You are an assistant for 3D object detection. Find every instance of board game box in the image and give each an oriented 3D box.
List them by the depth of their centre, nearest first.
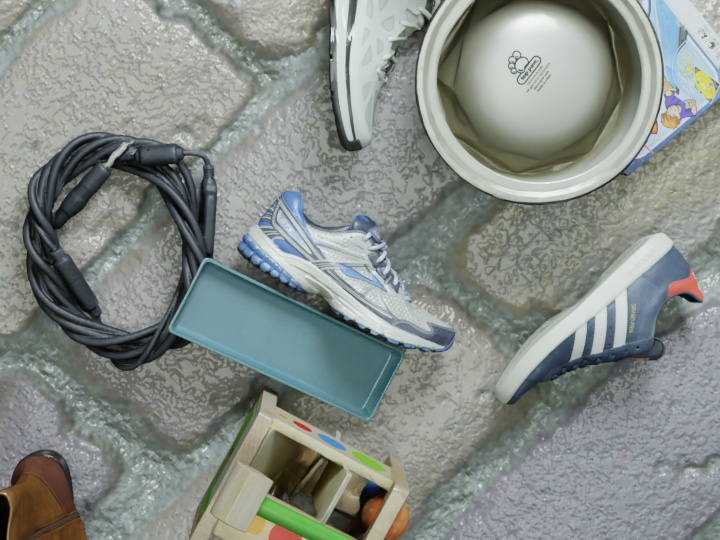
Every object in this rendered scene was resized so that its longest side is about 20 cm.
[{"bbox_3d":[0.212,-0.199,1.399,0.135,0.034,0.200,-41,96,2],"label":"board game box"}]

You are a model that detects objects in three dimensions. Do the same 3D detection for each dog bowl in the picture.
[{"bbox_3d":[0.141,-0.156,1.344,0.200,0.074,0.201,0,98,-2],"label":"dog bowl"}]

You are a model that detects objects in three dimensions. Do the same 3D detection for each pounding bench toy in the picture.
[{"bbox_3d":[-0.043,0.200,1.349,0.156,0.200,0.124,29,94,-4],"label":"pounding bench toy"}]

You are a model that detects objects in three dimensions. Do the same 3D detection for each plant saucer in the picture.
[{"bbox_3d":[-0.062,0.058,1.400,0.200,0.019,0.070,26,95,-20],"label":"plant saucer"}]

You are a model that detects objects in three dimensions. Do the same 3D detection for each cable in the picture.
[{"bbox_3d":[-0.204,-0.014,1.395,0.163,0.051,0.200,5,97,-4],"label":"cable"}]

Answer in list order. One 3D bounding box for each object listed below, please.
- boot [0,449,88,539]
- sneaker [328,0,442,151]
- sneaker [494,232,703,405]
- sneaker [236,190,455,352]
[{"bbox_3d":[-0.251,0.249,1.346,0.068,0.200,0.189,-7,96,-1],"label":"boot"},{"bbox_3d":[0.031,-0.199,1.372,0.115,0.076,0.201,1,93,0],"label":"sneaker"},{"bbox_3d":[0.207,0.060,1.405,0.200,0.075,0.085,-41,91,2],"label":"sneaker"},{"bbox_3d":[0.000,0.000,1.394,0.200,0.077,0.085,30,90,-5],"label":"sneaker"}]
